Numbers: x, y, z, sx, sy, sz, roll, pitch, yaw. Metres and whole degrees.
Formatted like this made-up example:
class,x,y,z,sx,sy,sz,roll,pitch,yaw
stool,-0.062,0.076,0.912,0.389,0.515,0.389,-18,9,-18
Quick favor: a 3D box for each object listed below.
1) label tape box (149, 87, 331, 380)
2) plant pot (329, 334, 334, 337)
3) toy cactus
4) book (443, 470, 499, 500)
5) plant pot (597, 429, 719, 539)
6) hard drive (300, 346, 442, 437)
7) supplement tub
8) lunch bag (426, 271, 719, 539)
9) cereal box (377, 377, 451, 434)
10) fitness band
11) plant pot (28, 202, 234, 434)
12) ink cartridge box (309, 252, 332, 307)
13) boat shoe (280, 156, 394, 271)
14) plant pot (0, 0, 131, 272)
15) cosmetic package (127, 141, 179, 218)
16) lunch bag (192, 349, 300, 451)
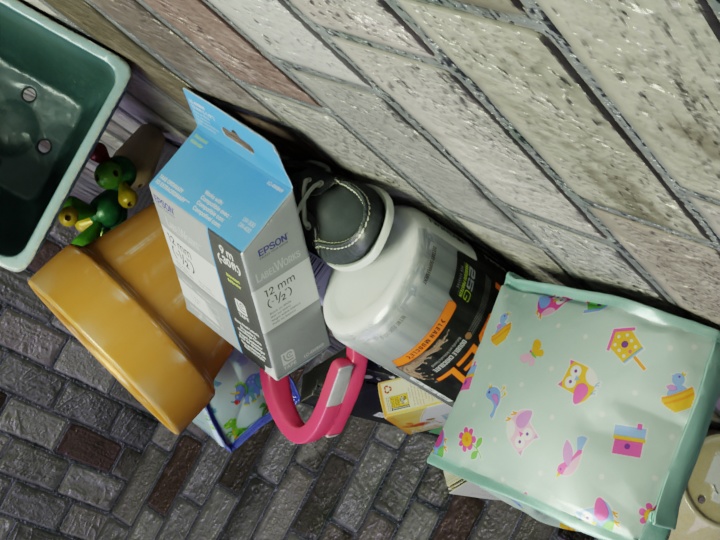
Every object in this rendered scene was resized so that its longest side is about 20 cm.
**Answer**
class,x,y,z,sx,sy,sz,roll,pitch,yaw
label tape box,-0.105,-0.029,1.134,0.143,0.066,0.201,34,148,43
plant pot,0.008,0.036,1.526,0.200,0.093,0.201,28,175,3
toy cactus,-0.254,-0.078,1.413,0.102,0.166,0.200,22,150,8
book,0.201,0.181,1.470,0.133,0.048,0.200,18,138,-38
plant pot,0.341,0.232,1.387,0.186,0.188,0.200,27,160,11
hard drive,0.055,0.126,1.461,0.199,0.038,0.140,17,154,-22
supplement tub,0.078,0.043,1.145,0.199,0.123,0.122,31,173,-29
lunch bag,0.171,0.105,1.017,0.122,0.171,0.199,27,172,-38
cereal box,0.126,0.108,1.315,0.198,0.040,0.144,-14,164,9
fitness band,-0.049,0.081,1.401,0.037,0.201,0.144,-6,-133,-31
plant pot,-0.178,0.019,1.326,0.200,0.183,0.200,42,168,11
ink cartridge box,0.000,0.000,1.310,0.197,0.044,0.200,35,-165,-3
boat shoe,-0.039,-0.049,1.132,0.060,0.076,0.200,25,175,-27
plant pot,-0.322,-0.130,1.234,0.195,0.197,0.200,29,179,-5
cosmetic package,-0.168,-0.057,1.519,0.199,0.102,0.071,29,175,-1
lunch bag,-0.173,0.066,1.525,0.170,0.127,0.201,23,144,54
